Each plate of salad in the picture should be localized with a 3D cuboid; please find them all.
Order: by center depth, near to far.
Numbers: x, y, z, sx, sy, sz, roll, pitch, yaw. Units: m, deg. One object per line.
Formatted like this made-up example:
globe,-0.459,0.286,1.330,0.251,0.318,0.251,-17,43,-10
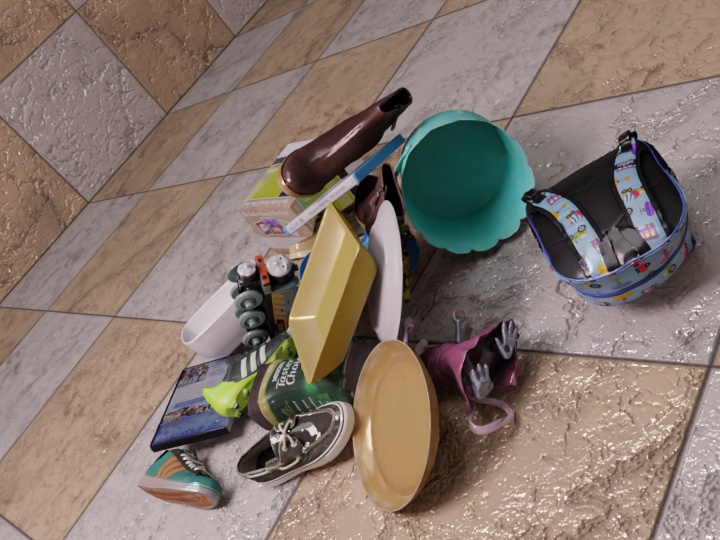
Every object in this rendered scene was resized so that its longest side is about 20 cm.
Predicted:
plate of salad,0.042,0.009,1.006,0.047,0.202,0.201,0,31,-9

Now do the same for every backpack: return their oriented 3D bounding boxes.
backpack,0.304,-0.042,0.896,0.181,0.135,0.201,-31,31,17

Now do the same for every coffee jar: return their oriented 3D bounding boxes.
coffee jar,-0.072,0.169,1.109,0.198,0.085,0.105,-21,36,33

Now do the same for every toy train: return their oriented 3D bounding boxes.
toy train,-0.152,0.049,1.246,0.112,0.201,0.086,-15,54,-12

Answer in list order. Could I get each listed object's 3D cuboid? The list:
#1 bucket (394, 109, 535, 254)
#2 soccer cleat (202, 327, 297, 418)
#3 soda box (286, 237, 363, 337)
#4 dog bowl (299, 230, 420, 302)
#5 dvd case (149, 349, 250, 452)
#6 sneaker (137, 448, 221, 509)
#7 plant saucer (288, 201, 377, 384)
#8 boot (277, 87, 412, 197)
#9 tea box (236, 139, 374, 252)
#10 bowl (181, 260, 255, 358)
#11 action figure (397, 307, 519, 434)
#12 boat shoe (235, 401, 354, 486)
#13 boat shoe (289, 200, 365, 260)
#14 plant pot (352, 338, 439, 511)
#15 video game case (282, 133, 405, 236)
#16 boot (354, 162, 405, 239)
bucket,0.150,-0.141,1.148,0.206,0.208,0.135,-34,19,11
soccer cleat,-0.170,0.150,1.232,0.081,0.068,0.200,29,57,27
soda box,-0.040,0.042,1.261,0.068,0.064,0.201,-8,43,45
dog bowl,0.000,0.000,1.206,0.198,0.050,0.112,-23,57,-14
dvd case,-0.264,0.217,1.283,0.141,0.018,0.201,-17,29,15
sneaker,-0.271,0.312,1.169,0.198,0.071,0.081,-9,47,46
plant saucer,-0.037,0.030,1.055,0.200,0.048,0.202,-121,48,-65
boot,-0.024,-0.195,1.122,0.166,0.073,0.200,-37,2,45
tea box,-0.107,-0.149,1.521,0.199,0.134,0.198,4,51,52
bowl,-0.235,0.079,1.400,0.200,0.075,0.200,-44,15,-8
action figure,0.122,0.122,0.967,0.133,0.151,0.199,-10,-6,-33
boat shoe,-0.091,0.236,1.028,0.199,0.063,0.071,-39,47,28
boat shoe,-0.045,-0.075,1.277,0.199,0.067,0.074,-28,13,-37
plant pot,0.043,0.185,0.918,0.200,0.027,0.203,-26,61,60
video game case,-0.028,-0.133,1.197,0.199,0.018,0.143,-32,11,47
boot,0.037,-0.106,1.145,0.071,0.167,0.202,-4,56,-8
